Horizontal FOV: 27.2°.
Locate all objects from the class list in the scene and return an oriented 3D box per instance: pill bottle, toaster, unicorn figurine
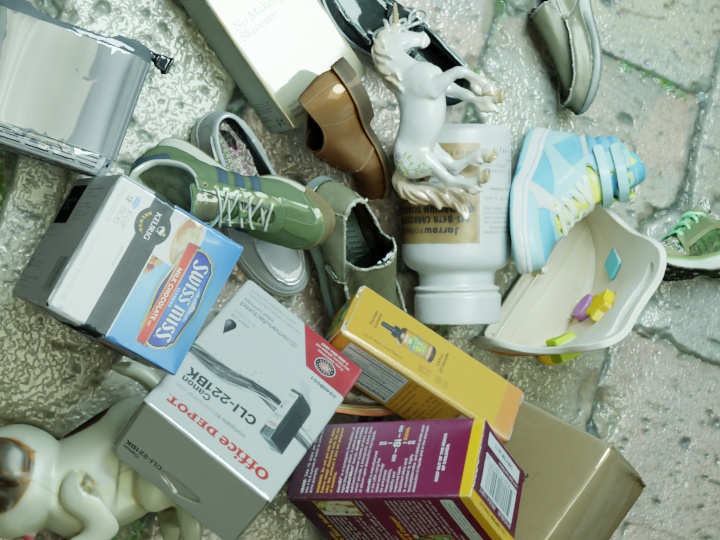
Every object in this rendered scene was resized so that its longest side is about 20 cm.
[{"bbox_3d":[0.098,-0.047,1.523,0.113,0.114,0.202,-1,91,-22],"label":"pill bottle"},{"bbox_3d":[-0.282,-0.166,1.368,0.199,0.113,0.130,18,88,-24],"label":"toaster"},{"bbox_3d":[0.069,-0.158,1.432,0.136,0.074,0.202,11,91,17],"label":"unicorn figurine"}]

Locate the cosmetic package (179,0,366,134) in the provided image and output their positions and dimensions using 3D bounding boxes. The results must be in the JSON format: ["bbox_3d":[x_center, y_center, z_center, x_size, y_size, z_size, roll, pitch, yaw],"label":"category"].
[{"bbox_3d":[-0.096,-0.246,1.463,0.103,0.073,0.201,-40,106,-17],"label":"cosmetic package"}]

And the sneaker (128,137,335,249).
[{"bbox_3d":[-0.130,-0.061,1.392,0.199,0.090,0.068,24,116,14],"label":"sneaker"}]

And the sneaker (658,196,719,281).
[{"bbox_3d":[0.373,-0.037,1.669,0.199,0.077,0.089,-1,78,-27],"label":"sneaker"}]

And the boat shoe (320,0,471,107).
[{"bbox_3d":[0.038,-0.237,1.519,0.199,0.068,0.074,43,76,-17],"label":"boat shoe"}]

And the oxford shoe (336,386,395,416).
[{"bbox_3d":[-0.008,0.112,1.507,0.198,0.071,0.074,-4,88,-22],"label":"oxford shoe"}]

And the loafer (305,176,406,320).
[{"bbox_3d":[0.000,0.000,1.475,0.075,0.069,0.201,-45,127,-26],"label":"loafer"}]

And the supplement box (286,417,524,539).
[{"bbox_3d":[0.044,0.208,1.440,0.111,0.199,0.086,54,41,-44],"label":"supplement box"}]

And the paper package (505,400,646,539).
[{"bbox_3d":[0.149,0.240,1.502,0.200,0.190,0.104,-52,136,-13],"label":"paper package"}]

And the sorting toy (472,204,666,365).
[{"bbox_3d":[0.241,0.027,1.547,0.107,0.180,0.201,39,77,-18],"label":"sorting toy"}]

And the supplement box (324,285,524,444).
[{"bbox_3d":[0.058,0.103,1.453,0.199,0.069,0.067,35,48,-10],"label":"supplement box"}]

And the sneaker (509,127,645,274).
[{"bbox_3d":[0.224,-0.076,1.525,0.080,0.129,0.201,75,22,-45],"label":"sneaker"}]

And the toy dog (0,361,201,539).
[{"bbox_3d":[-0.259,0.188,1.369,0.198,0.139,0.196,-4,92,-20],"label":"toy dog"}]

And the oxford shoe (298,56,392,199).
[{"bbox_3d":[-0.018,-0.127,1.461,0.071,0.071,0.200,-33,145,-5],"label":"oxford shoe"}]

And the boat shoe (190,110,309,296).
[{"bbox_3d":[-0.100,-0.066,1.465,0.072,0.068,0.201,-23,99,-20],"label":"boat shoe"}]

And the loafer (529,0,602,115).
[{"bbox_3d":[0.213,-0.266,1.597,0.069,0.075,0.202,-6,89,-10],"label":"loafer"}]

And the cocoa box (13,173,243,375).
[{"bbox_3d":[-0.214,0.001,1.348,0.131,0.200,0.134,32,81,-20],"label":"cocoa box"}]

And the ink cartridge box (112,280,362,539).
[{"bbox_3d":[-0.110,0.127,1.365,0.144,0.084,0.200,38,43,0],"label":"ink cartridge box"}]
